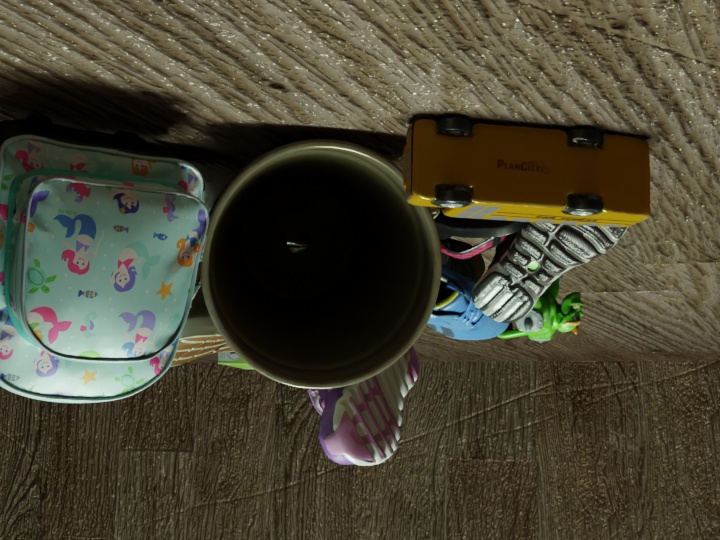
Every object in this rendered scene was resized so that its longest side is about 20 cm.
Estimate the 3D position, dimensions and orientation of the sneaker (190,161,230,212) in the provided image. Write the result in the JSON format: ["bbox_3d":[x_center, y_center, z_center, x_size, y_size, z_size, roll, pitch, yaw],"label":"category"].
[{"bbox_3d":[-0.206,-0.068,1.111,0.088,0.076,0.199,25,153,-38],"label":"sneaker"}]

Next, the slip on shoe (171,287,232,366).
[{"bbox_3d":[-0.134,0.040,1.103,0.076,0.061,0.200,-26,173,21],"label":"slip on shoe"}]

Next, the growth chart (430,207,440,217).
[{"bbox_3d":[0.000,0.000,1.176,0.018,0.201,0.144,45,154,-27],"label":"growth chart"}]

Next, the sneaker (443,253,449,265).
[{"bbox_3d":[-0.005,0.010,1.285,0.199,0.079,0.079,-28,-154,-7],"label":"sneaker"}]

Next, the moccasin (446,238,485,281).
[{"bbox_3d":[0.076,-0.010,1.381,0.077,0.074,0.201,-30,-171,-26],"label":"moccasin"}]

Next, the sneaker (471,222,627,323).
[{"bbox_3d":[0.183,-0.046,1.176,0.075,0.116,0.200,39,126,-12],"label":"sneaker"}]

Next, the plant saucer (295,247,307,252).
[{"bbox_3d":[-0.105,0.028,1.435,0.198,0.036,0.200,-24,-168,5],"label":"plant saucer"}]

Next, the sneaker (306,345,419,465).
[{"bbox_3d":[-0.010,0.113,1.104,0.088,0.081,0.200,-14,-161,20],"label":"sneaker"}]

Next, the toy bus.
[{"bbox_3d":[0.129,-0.075,0.974,0.198,0.066,0.078,3,173,-12],"label":"toy bus"}]

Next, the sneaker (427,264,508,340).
[{"bbox_3d":[0.091,0.034,1.239,0.199,0.066,0.078,26,-176,-39],"label":"sneaker"}]

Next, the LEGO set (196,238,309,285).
[{"bbox_3d":[-0.158,-0.038,1.241,0.198,0.117,0.154,11,-162,-28],"label":"LEGO set"}]

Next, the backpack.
[{"bbox_3d":[-0.211,0.001,0.940,0.176,0.202,0.150,7,-165,-31],"label":"backpack"}]

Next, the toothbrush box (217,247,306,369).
[{"bbox_3d":[-0.072,0.049,1.552,0.198,0.147,0.086,0,171,18],"label":"toothbrush box"}]

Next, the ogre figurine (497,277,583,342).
[{"bbox_3d":[0.193,0.014,1.363,0.097,0.121,0.200,2,172,-4],"label":"ogre figurine"}]

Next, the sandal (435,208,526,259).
[{"bbox_3d":[0.100,-0.040,1.181,0.075,0.045,0.199,-36,-164,-28],"label":"sandal"}]

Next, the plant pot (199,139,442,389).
[{"bbox_3d":[-0.043,-0.015,1.069,0.198,0.202,0.174,3,-173,-10],"label":"plant pot"}]
